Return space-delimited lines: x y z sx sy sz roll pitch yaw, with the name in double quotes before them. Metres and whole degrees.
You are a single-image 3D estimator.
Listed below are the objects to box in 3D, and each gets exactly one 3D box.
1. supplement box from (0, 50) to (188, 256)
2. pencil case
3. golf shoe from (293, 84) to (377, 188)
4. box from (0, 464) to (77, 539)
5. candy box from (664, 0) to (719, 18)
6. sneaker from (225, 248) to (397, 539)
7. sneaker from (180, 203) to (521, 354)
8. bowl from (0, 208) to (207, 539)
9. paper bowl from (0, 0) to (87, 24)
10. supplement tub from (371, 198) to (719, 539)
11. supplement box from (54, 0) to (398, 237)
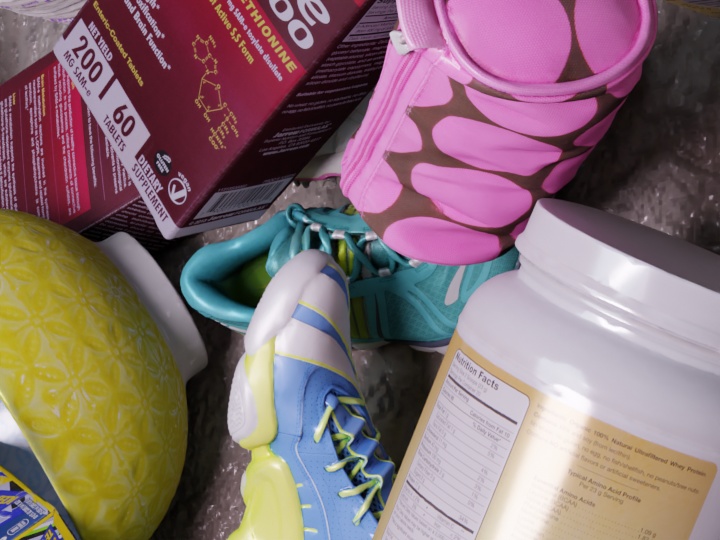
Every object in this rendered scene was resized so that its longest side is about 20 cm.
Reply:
"supplement box" -0.123 -0.065 1.357 0.200 0.061 0.109 -26 61 42
"pencil case" 0.044 -0.066 1.017 0.200 0.093 0.091 111 136 -67
"golf shoe" 0.022 -0.096 1.176 0.199 0.075 0.092 -16 106 39
"box" -0.184 0.138 1.288 0.070 0.064 0.200 -36 18 -14
"candy box" 0.098 -0.178 1.037 0.055 0.199 0.116 -4 78 48
"sneaker" -0.003 0.091 1.159 0.105 0.076 0.201 16 117 16
"sneaker" 0.000 0.000 1.190 0.199 0.079 0.078 -16 68 44
"bowl" -0.139 0.042 1.295 0.107 0.201 0.200 -33 43 -14
"paper bowl" -0.125 -0.216 1.256 0.200 0.104 0.202 -9 76 43
"supplement tub" 0.087 0.088 1.022 0.144 0.144 0.201 31 103 47
"supplement box" -0.039 -0.116 1.121 0.200 0.061 0.109 -48 67 39
